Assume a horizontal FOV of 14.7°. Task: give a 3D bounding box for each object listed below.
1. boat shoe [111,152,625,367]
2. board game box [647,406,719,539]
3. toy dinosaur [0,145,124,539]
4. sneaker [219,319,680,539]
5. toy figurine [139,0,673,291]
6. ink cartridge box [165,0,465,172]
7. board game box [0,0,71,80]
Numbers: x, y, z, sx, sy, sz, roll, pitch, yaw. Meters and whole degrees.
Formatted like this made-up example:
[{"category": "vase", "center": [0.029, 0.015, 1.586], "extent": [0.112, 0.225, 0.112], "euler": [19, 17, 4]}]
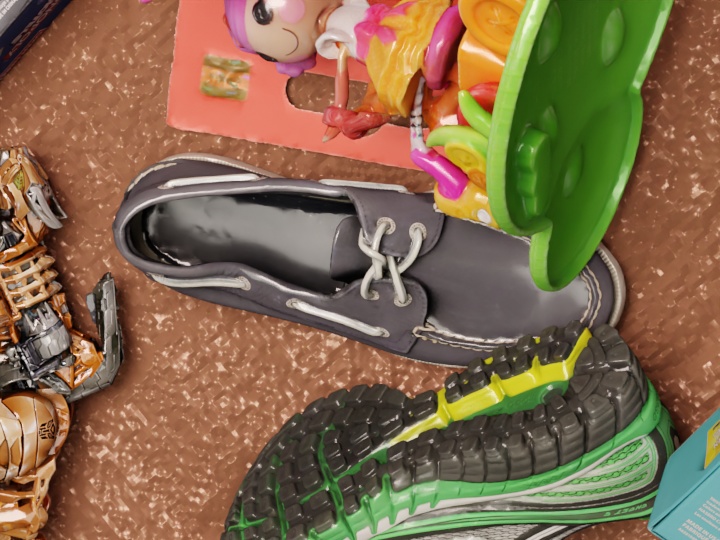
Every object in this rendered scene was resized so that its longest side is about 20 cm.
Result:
[{"category": "boat shoe", "center": [0.000, 0.000, 1.072], "extent": [0.200, 0.063, 0.073], "euler": [12, 102, 10]}, {"category": "board game box", "center": [0.221, 0.061, 0.970], "extent": [0.151, 0.047, 0.200], "euler": [35, 126, -7]}, {"category": "toy dinosaur", "center": [-0.162, 0.053, 1.115], "extent": [0.136, 0.102, 0.200], "euler": [-1, 80, -2]}, {"category": "sneaker", "center": [0.032, 0.091, 1.078], "extent": [0.200, 0.078, 0.085], "euler": [-17, 127, 29]}, {"category": "toy figurine", "center": [0.005, -0.099, 1.005], "extent": [0.184, 0.150, 0.200], "euler": [23, 148, 19]}, {"category": "ink cartridge box", "center": [0.007, -0.137, 1.050], "extent": [0.162, 0.057, 0.200], "euler": [10, 100, 12]}, {"category": "board game box", "center": [-0.239, -0.121, 1.108], "extent": [0.200, 0.062, 0.200], "euler": [45, 109, 2]}]
